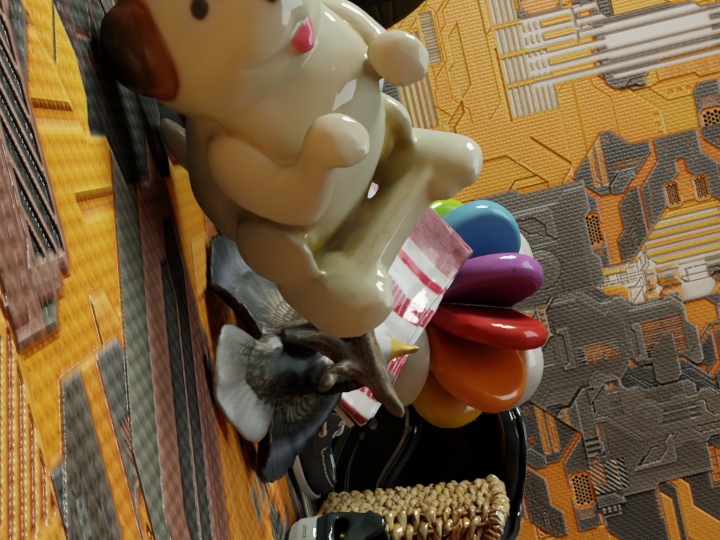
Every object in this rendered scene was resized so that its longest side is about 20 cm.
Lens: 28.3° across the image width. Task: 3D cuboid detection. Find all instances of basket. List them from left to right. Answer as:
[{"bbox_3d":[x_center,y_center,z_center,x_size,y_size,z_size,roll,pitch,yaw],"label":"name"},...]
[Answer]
[{"bbox_3d":[0.045,0.240,1.078,0.200,0.148,0.144,46,38,-86],"label":"basket"}]

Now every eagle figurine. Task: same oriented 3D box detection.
[{"bbox_3d":[-0.037,0.052,0.905,0.200,0.151,0.152,-9,-130,63],"label":"eagle figurine"}]

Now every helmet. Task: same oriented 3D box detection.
[{"bbox_3d":[0.055,0.200,1.319,0.200,0.198,0.192,59,37,-86],"label":"helmet"}]

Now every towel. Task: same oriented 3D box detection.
[{"bbox_3d":[0.000,0.000,1.076,0.144,0.023,0.200,48,50,-18],"label":"towel"}]

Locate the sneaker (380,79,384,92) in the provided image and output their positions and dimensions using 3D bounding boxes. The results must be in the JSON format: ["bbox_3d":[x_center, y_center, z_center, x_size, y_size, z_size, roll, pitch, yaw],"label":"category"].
[{"bbox_3d":[-0.049,-0.127,1.022,0.201,0.071,0.113,-59,152,-22],"label":"sneaker"}]

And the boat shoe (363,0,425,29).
[{"bbox_3d":[-0.041,-0.187,0.966,0.066,0.199,0.074,51,-20,50],"label":"boat shoe"}]

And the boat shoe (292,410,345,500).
[{"bbox_3d":[-0.037,0.099,1.120,0.074,0.060,0.201,-104,180,-56],"label":"boat shoe"}]

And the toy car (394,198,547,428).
[{"bbox_3d":[0.093,0.029,1.219,0.150,0.174,0.202,-22,-112,55],"label":"toy car"}]

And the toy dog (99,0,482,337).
[{"bbox_3d":[-0.047,-0.096,0.748,0.193,0.140,0.200,29,-20,38],"label":"toy dog"}]

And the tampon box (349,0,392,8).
[{"bbox_3d":[-0.053,-0.246,0.876,0.126,0.199,0.151,74,2,-65],"label":"tampon box"}]

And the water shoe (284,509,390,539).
[{"bbox_3d":[0.002,0.246,0.913,0.072,0.078,0.201,74,3,-61],"label":"water shoe"}]
